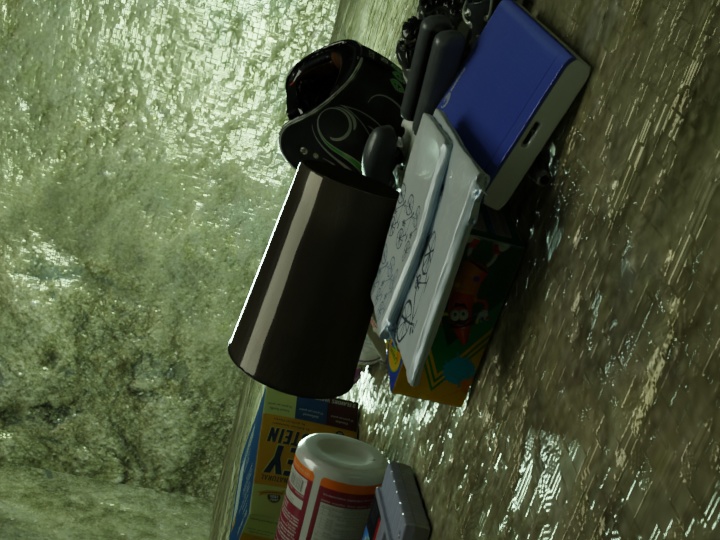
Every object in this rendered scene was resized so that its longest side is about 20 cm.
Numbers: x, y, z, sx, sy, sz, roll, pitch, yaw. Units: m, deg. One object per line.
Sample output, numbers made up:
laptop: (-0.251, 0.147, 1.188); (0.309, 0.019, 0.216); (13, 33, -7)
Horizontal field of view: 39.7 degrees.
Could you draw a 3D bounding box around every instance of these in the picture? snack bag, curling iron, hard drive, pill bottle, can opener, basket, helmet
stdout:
snack bag: (0.050, -0.022, 0.833); (0.200, 0.021, 0.191); (-106, 31, -66)
curling iron: (0.135, -0.124, 0.870); (0.201, 0.025, 0.050); (-93, 21, -58)
hard drive: (0.122, -0.150, 0.860); (0.133, 0.025, 0.201); (-59, 20, 21)
pill bottle: (-0.041, 0.297, 1.125); (0.110, 0.108, 0.202); (-117, 40, -75)
can opener: (0.048, -0.156, 0.994); (0.054, 0.066, 0.201); (58, 150, 36)
basket: (-0.039, 0.003, 1.003); (0.180, 0.135, 0.202); (-64, -6, -76)
helmet: (-0.008, -0.180, 1.304); (0.199, 0.191, 0.201); (-27, 37, 22)

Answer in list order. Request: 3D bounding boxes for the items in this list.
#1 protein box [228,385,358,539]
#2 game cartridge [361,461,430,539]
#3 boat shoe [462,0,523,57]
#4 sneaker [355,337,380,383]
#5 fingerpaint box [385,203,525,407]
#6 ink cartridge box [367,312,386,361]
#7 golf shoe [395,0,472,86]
protein box: (-0.095, 0.302, 1.360); (0.200, 0.133, 0.201); (112, 166, -45)
game cartridge: (0.020, 0.307, 0.991); (0.130, 0.038, 0.202); (-121, 43, -70)
boat shoe: (0.131, -0.271, 0.979); (0.076, 0.060, 0.201); (-89, 15, -51)
sneaker: (-0.002, 0.108, 1.321); (0.201, 0.072, 0.116); (-123, 27, -70)
fingerpaint box: (0.075, -0.003, 0.928); (0.201, 0.072, 0.168); (-94, 19, -60)
ink cartridge box: (0.000, 0.000, 1.214); (0.117, 0.067, 0.202); (60, -148, -48)
golf shoe: (0.092, -0.254, 1.082); (0.201, 0.077, 0.095); (-56, -27, -35)
